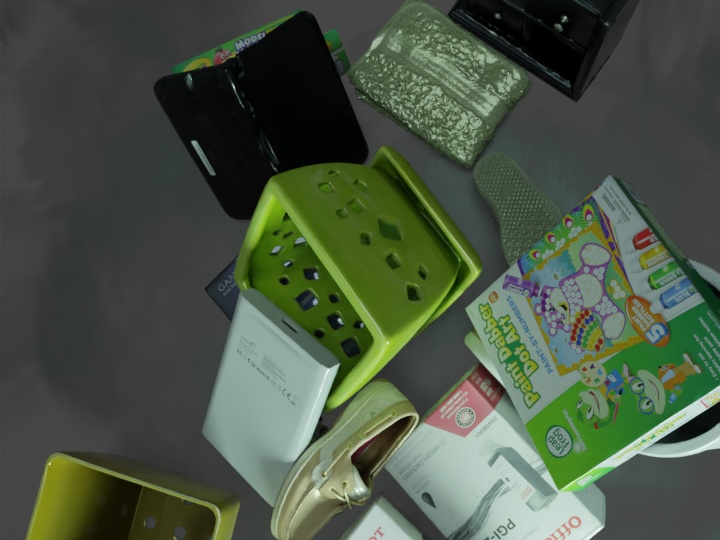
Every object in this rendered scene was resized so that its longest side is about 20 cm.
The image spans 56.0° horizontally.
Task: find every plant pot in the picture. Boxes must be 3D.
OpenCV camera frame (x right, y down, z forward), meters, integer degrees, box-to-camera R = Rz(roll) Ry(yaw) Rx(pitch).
[{"bbox_3d":[-0.236,0.315,0.756,0.196,0.176,0.204,14,86,11],"label":"plant pot"},{"bbox_3d":[0.000,0.000,0.730,0.180,0.200,0.201,-29,75,-33],"label":"plant pot"}]

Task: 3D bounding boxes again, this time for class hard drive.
[{"bbox_3d":[-0.102,0.138,0.721,0.131,0.026,0.203,36,123,25],"label":"hard drive"}]

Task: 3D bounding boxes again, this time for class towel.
[{"bbox_3d":[0.094,-0.233,0.832,0.199,0.036,0.149,38,92,11],"label":"towel"}]

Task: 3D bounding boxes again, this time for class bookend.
[{"bbox_3d":[0.197,-0.308,0.741,0.198,0.200,0.093,37,90,10],"label":"bookend"}]

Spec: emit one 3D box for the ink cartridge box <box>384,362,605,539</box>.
[{"bbox_3d":[0.144,0.229,0.736,0.200,0.085,0.146,46,107,10],"label":"ink cartridge box"}]

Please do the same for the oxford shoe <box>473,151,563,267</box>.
[{"bbox_3d":[0.183,-0.053,0.748,0.075,0.058,0.202,-34,45,17],"label":"oxford shoe"}]

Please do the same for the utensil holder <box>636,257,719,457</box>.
[{"bbox_3d":[0.324,0.087,0.649,0.168,0.198,0.174,-14,70,46],"label":"utensil holder"}]

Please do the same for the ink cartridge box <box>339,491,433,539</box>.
[{"bbox_3d":[0.046,0.362,0.711,0.199,0.146,0.147,40,82,12],"label":"ink cartridge box"}]

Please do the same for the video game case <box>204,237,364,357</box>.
[{"bbox_3d":[-0.081,0.048,0.839,0.143,0.019,0.200,-43,79,3],"label":"video game case"}]

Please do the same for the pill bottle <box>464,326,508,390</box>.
[{"bbox_3d":[0.218,0.047,0.743,0.200,0.111,0.111,-45,79,2],"label":"pill bottle"}]

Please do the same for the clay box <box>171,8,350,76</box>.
[{"bbox_3d":[-0.115,-0.245,0.828,0.197,0.115,0.048,-23,79,5],"label":"clay box"}]

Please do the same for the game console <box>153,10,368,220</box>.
[{"bbox_3d":[-0.112,-0.174,0.804,0.173,0.202,0.117,-1,43,30],"label":"game console"}]

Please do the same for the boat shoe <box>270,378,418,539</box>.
[{"bbox_3d":[-0.014,0.208,0.706,0.069,0.074,0.201,29,78,44],"label":"boat shoe"}]

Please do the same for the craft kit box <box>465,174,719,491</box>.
[{"bbox_3d":[0.209,0.056,0.604,0.198,0.048,0.202,-50,49,33],"label":"craft kit box"}]

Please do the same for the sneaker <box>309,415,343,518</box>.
[{"bbox_3d":[-0.067,0.189,0.786,0.088,0.074,0.202,-29,88,25],"label":"sneaker"}]
